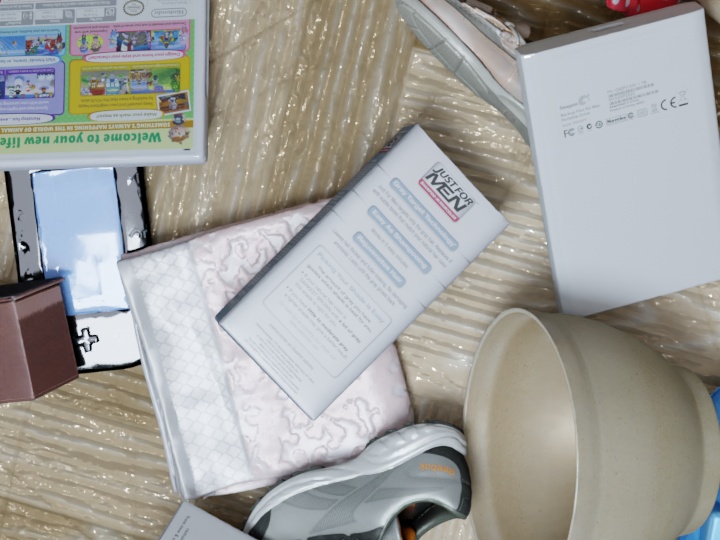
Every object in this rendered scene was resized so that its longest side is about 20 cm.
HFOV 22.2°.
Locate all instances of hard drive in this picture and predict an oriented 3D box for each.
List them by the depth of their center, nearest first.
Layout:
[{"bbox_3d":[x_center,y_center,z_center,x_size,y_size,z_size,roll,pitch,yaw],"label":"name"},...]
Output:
[{"bbox_3d":[0.187,-0.074,1.281,0.131,0.026,0.202,-15,115,-5],"label":"hard drive"}]

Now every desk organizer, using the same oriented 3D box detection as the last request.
[{"bbox_3d":[-0.316,0.060,1.377,0.198,0.072,0.078,-7,98,23],"label":"desk organizer"}]

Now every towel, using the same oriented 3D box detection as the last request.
[{"bbox_3d":[-0.069,0.060,1.371,0.189,0.032,0.202,-14,97,2],"label":"towel"}]

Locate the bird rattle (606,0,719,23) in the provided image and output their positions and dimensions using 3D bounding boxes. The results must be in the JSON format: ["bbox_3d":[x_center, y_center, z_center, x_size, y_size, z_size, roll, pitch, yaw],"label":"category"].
[{"bbox_3d":[0.269,-0.226,1.262,0.163,0.113,0.200,35,105,-14],"label":"bird rattle"}]

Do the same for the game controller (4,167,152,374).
[{"bbox_3d":[-0.209,-0.023,1.387,0.103,0.042,0.202,-5,98,9],"label":"game controller"}]

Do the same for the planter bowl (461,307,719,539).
[{"bbox_3d":[0.168,0.128,1.290,0.134,0.200,0.202,1,99,-19],"label":"planter bowl"}]

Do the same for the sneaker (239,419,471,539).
[{"bbox_3d":[-0.006,0.183,1.349,0.199,0.074,0.080,-29,53,20],"label":"sneaker"}]

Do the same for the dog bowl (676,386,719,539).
[{"bbox_3d":[0.288,0.166,1.334,0.110,0.050,0.202,9,98,7],"label":"dog bowl"}]

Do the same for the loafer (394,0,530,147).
[{"bbox_3d":[0.113,-0.144,1.315,0.200,0.072,0.063,44,85,-6],"label":"loafer"}]

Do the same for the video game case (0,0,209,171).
[{"bbox_3d":[-0.209,-0.166,1.353,0.198,0.022,0.184,-1,81,8],"label":"video game case"}]

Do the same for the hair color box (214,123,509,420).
[{"bbox_3d":[0.000,0.000,1.319,0.200,0.061,0.099,-45,97,-3],"label":"hair color box"}]

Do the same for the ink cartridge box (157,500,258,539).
[{"bbox_3d":[-0.077,0.282,1.358,0.199,0.084,0.146,28,133,4],"label":"ink cartridge box"}]
